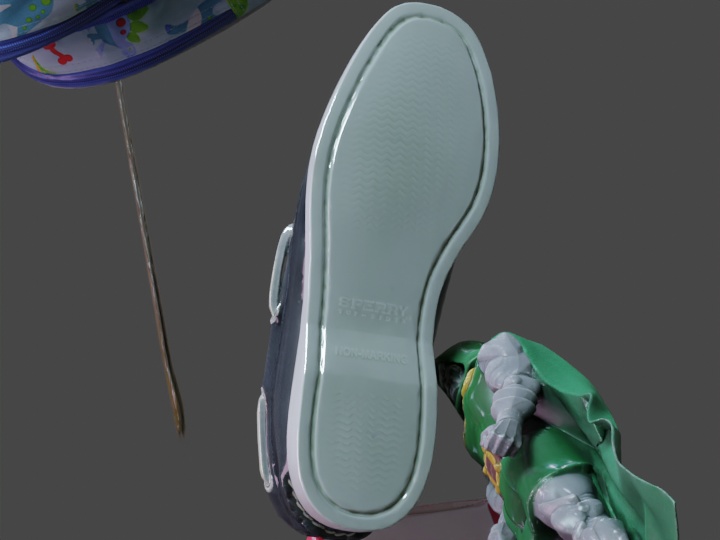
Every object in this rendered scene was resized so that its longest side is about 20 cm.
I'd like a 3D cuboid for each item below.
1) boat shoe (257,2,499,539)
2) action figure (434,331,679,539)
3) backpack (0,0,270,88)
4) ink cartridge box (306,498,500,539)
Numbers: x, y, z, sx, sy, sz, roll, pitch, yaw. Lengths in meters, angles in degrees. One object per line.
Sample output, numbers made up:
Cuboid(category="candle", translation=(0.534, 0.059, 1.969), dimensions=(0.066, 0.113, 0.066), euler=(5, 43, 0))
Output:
Cuboid(category="boat shoe", translation=(0.000, 0.000, 1.111), dimensions=(0.060, 0.075, 0.201), euler=(-22, 51, 66))
Cuboid(category="action figure", translation=(0.066, 0.080, 1.050), dimensions=(0.200, 0.054, 0.119), euler=(-120, 25, -58))
Cuboid(category="backpack", translation=(-0.130, -0.169, 1.309), dimensions=(0.183, 0.199, 0.147), euler=(-124, 12, -51))
Cuboid(category="ink cartridge box", translation=(0.016, 0.206, 1.190), dimensions=(0.200, 0.084, 0.145), euler=(110, 148, -52))
